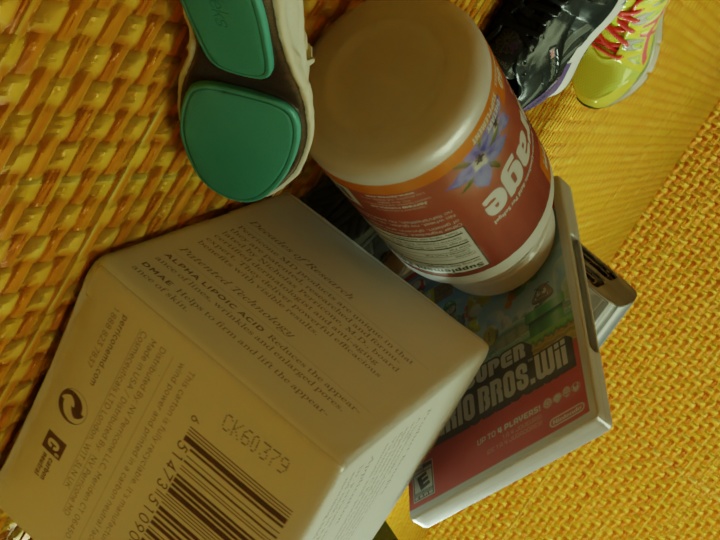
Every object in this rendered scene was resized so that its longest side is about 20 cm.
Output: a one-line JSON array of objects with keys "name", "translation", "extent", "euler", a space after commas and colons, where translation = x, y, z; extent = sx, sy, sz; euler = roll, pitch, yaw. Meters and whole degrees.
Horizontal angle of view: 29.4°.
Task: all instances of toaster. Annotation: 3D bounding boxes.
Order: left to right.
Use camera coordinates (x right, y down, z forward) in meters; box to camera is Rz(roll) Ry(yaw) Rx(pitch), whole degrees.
[{"name": "toaster", "translation": [0.173, 0.026, 1.358], "extent": [0.119, 0.200, 0.181], "euler": [-52, 167, 16]}]

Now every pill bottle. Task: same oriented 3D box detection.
[{"name": "pill bottle", "translation": [0.048, -0.062, 0.791], "extent": [0.113, 0.112, 0.200], "euler": [-52, 148, -5]}]

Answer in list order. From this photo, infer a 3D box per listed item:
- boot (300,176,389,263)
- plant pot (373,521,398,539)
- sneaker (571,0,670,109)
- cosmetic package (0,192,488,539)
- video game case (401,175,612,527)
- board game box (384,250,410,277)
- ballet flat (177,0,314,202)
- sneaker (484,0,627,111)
[{"name": "boot", "translation": [-0.001, -0.002, 0.968], "extent": [0.181, 0.073, 0.201], "euler": [-33, 152, -26]}, {"name": "plant pot", "translation": [-0.047, 0.232, 1.100], "extent": [0.188, 0.199, 0.188], "euler": [-50, 166, -18]}, {"name": "sneaker", "translation": [0.236, -0.237, 1.224], "extent": [0.090, 0.078, 0.202], "euler": [-17, 136, -55]}, {"name": "cosmetic package", "translation": [-0.061, 0.083, 0.762], "extent": [0.166, 0.164, 0.200], "euler": [-59, 165, 25]}, {"name": "video game case", "translation": [0.084, 0.047, 0.862], "extent": [0.142, 0.017, 0.202], "euler": [-34, -143, 29]}, {"name": "board game box", "translation": [0.012, 0.041, 1.079], "extent": [0.202, 0.034, 0.126], "euler": [-60, -170, 13]}, {"name": "ballet flat", "translation": [-0.046, -0.102, 0.606], "extent": [0.070, 0.069, 0.201], "euler": [-48, 164, -21]}, {"name": "sneaker", "translation": [0.134, -0.179, 0.999], "extent": [0.087, 0.076, 0.201], "euler": [-38, 160, -31]}]
